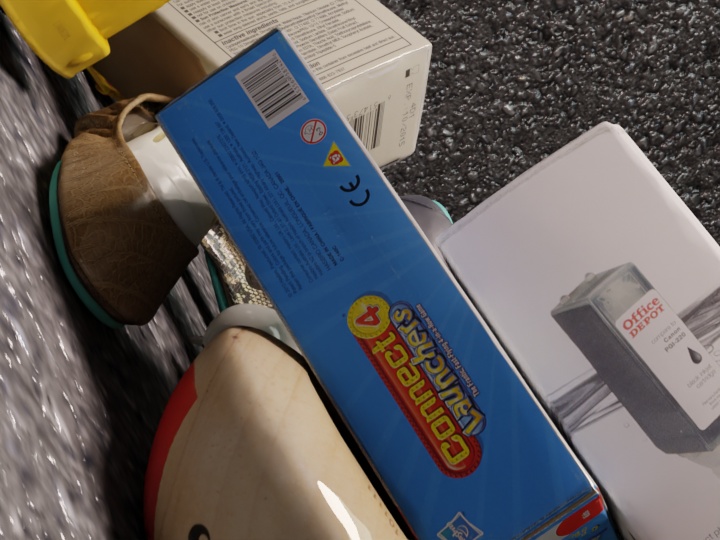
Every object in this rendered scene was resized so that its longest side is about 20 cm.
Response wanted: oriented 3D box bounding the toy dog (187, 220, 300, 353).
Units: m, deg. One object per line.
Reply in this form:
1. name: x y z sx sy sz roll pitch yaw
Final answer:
1. toy dog: -0.042 0.065 0.825 0.200 0.096 0.132 43 18 -45

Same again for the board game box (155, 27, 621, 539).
1. board game box: 0.022 0.039 0.596 0.201 0.056 0.196 57 0 25

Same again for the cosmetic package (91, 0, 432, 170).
1. cosmetic package: -0.069 -0.120 0.787 0.200 0.105 0.071 44 -36 30

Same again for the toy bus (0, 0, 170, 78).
1. toy bus: -0.106 -0.215 0.668 0.201 0.191 0.136 63 1 18

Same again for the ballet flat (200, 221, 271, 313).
1. ballet flat: -0.077 -0.024 0.954 0.068 0.075 0.201 -118 -178 -66

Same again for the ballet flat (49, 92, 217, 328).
1. ballet flat: -0.085 -0.038 0.655 0.068 0.072 0.200 58 2 -16

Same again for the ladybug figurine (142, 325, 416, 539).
1. ladybug figurine: -0.023 0.087 0.530 0.136 0.072 0.200 56 0 3

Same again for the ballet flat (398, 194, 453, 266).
1. ballet flat: 0.049 0.056 0.840 0.073 0.073 0.201 63 2 -85

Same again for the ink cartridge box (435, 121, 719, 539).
1. ink cartridge box: 0.123 0.065 0.570 0.201 0.084 0.146 59 2 32

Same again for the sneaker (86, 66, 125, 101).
1. sneaker: -0.138 -0.123 0.964 0.200 0.072 0.078 58 27 -53
